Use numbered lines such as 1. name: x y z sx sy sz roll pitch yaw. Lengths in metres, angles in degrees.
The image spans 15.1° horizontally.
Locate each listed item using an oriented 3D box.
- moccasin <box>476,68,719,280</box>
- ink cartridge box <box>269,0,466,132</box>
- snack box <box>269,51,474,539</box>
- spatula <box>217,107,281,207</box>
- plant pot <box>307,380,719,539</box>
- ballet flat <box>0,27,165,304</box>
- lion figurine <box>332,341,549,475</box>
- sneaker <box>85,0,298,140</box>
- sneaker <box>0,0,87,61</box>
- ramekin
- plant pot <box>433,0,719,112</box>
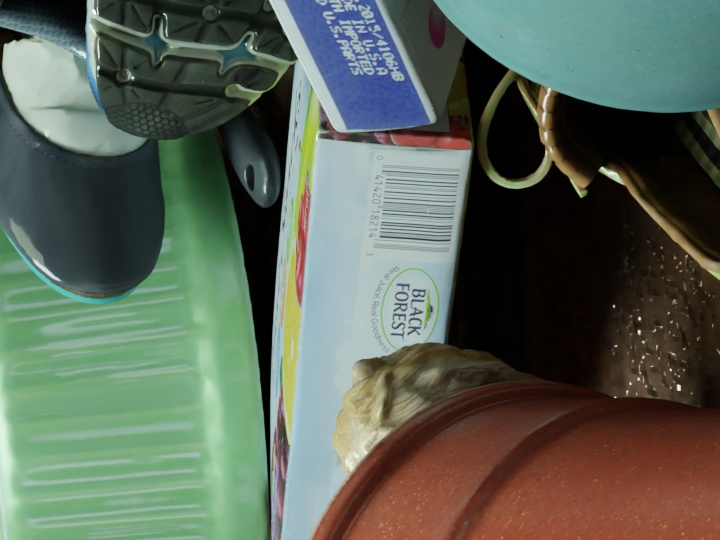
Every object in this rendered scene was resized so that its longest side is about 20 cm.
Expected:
1. moccasin: 0.079 -0.054 0.791 0.202 0.077 0.074 54 144 45
2. ink cartridge box: -0.002 -0.178 0.769 0.043 0.201 0.197 -3 138 26
3. snack box: 0.000 0.000 0.901 0.143 0.053 0.201 -91 6 -55
4. spatula: -0.047 -0.067 1.015 0.200 0.020 0.057 -106 19 -64
5. plant pot: 0.112 0.116 0.693 0.195 0.200 0.202 -15 85 52
6. ballet flat: -0.109 -0.078 0.973 0.200 0.073 0.073 -109 28 -44
7. lion figurine: 0.062 0.114 0.817 0.072 0.122 0.201 -26 78 39
8. sneaker: -0.044 -0.134 0.858 0.090 0.078 0.201 161 125 -67
9. sneaker: -0.112 -0.130 0.901 0.200 0.096 0.079 36 125 3
10. ramekin: -0.098 0.040 1.043 0.200 0.097 0.201 174 90 -81
11. plant pot: 0.083 -0.145 0.665 0.188 0.199 0.200 98 148 -53
